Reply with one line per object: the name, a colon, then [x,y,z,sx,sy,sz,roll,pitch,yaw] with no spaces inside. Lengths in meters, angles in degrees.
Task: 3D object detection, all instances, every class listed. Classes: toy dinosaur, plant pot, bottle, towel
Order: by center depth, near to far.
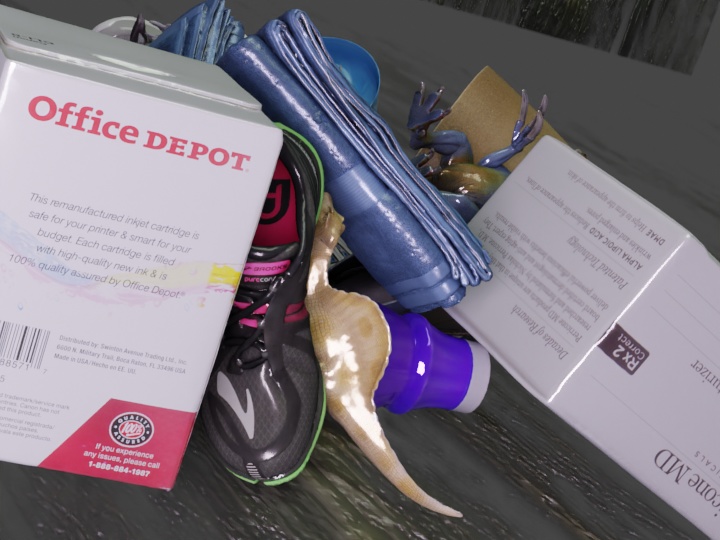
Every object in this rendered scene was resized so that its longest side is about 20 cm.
toy dinosaur: [-0.020,0.059,1.103,0.101,0.201,0.058,-22,-6,29]
towel: [-0.005,-0.063,1.166,0.200,0.049,0.112,49,-15,-8]
bottle: [-0.015,0.048,1.218,0.199,0.066,0.084,13,20,-25]
towel: [-0.129,-0.070,1.228,0.048,0.111,0.201,27,53,-28]
toy dinosaur: [0.091,-0.064,1.402,0.199,0.106,0.181,-17,-31,29]
plant pot: [0.124,-0.025,1.515,0.200,0.187,0.186,36,15,4]

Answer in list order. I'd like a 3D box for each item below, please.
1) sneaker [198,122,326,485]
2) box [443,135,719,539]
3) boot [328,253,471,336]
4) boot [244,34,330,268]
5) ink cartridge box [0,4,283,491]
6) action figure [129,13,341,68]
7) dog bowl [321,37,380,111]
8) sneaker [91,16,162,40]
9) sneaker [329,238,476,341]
sneaker: [-0.059,0.015,1.054,0.076,0.201,0.084,-4,-12,10]
box: [0.175,0.045,1.226,0.199,0.131,0.200,39,4,-30]
boot: [0.060,0.008,1.308,0.199,0.075,0.097,-14,-7,11]
boot: [-0.081,-0.064,1.312,0.072,0.201,0.090,-17,14,27]
ink cartridge box: [-0.147,-0.016,1.003,0.145,0.201,0.145,14,15,-21]
action figure: [-0.074,-0.128,1.421,0.199,0.070,0.130,15,36,-13]
dog bowl: [-0.076,-0.120,1.603,0.199,0.050,0.112,-20,50,-4]
sneaker: [-0.135,-0.107,1.481,0.200,0.075,0.082,51,15,-17]
sneaker: [0.000,0.000,1.401,0.199,0.077,0.076,23,12,6]
